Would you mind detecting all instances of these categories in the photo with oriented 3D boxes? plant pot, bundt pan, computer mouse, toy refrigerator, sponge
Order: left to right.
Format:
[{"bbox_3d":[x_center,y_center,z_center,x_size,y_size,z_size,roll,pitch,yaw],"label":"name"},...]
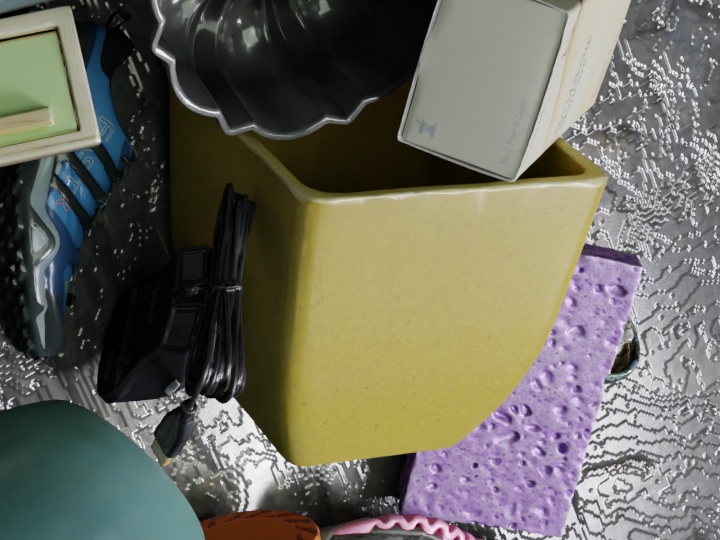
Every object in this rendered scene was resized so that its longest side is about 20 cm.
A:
[{"bbox_3d":[-0.244,-0.083,1.195,0.200,0.070,0.076,-12,93,-7],"label":"toy refrigerator"},{"bbox_3d":[-0.184,0.170,1.258,0.161,0.200,0.201,-46,118,-24],"label":"plant pot"},{"bbox_3d":[-0.098,0.053,1.258,0.046,0.200,0.141,18,58,-21],"label":"computer mouse"},{"bbox_3d":[-0.039,-0.176,1.205,0.202,0.076,0.202,-19,131,-24],"label":"bundt pan"},{"bbox_3d":[0.000,0.000,1.327,0.195,0.194,0.200,-6,120,-27],"label":"plant pot"},{"bbox_3d":[0.100,0.073,1.436,0.111,0.030,0.200,11,111,-9],"label":"sponge"}]

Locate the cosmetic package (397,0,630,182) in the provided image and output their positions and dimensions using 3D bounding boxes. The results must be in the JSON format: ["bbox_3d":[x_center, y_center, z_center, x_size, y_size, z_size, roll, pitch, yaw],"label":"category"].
[{"bbox_3d":[0.094,-0.129,1.269,0.073,0.200,0.104,22,113,11],"label":"cosmetic package"}]

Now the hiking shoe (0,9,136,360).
[{"bbox_3d":[-0.166,-0.047,1.284,0.087,0.074,0.200,-4,102,-27],"label":"hiking shoe"}]

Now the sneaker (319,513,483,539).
[{"bbox_3d":[0.052,0.216,1.445,0.200,0.079,0.096,21,68,-29],"label":"sneaker"}]

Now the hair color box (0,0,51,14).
[{"bbox_3d":[-0.158,-0.189,1.244,0.200,0.099,0.061,-18,108,-25],"label":"hair color box"}]

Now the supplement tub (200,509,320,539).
[{"bbox_3d":[-0.060,0.257,1.380,0.122,0.123,0.200,-15,107,-25],"label":"supplement tub"}]

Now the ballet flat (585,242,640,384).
[{"bbox_3d":[0.128,-0.008,1.458,0.074,0.074,0.200,-40,117,-16],"label":"ballet flat"}]
